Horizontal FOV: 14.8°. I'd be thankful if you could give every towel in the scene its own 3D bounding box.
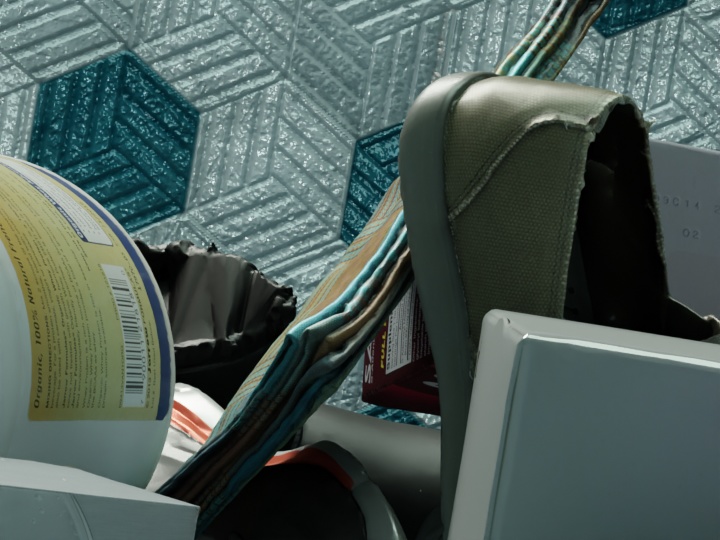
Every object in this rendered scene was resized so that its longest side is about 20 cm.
[{"bbox_3d":[0.000,0.000,0.862,0.022,0.200,0.147,39,-42,-3],"label":"towel"}]

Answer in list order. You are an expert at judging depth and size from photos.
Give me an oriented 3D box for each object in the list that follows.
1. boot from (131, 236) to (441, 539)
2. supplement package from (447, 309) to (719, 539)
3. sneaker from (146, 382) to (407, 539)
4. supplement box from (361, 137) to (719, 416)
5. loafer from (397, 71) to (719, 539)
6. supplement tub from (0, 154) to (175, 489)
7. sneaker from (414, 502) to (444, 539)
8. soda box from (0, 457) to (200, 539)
[{"bbox_3d":[-0.032,0.054,1.051,0.198,0.073,0.162,3,-35,11],"label":"boot"},{"bbox_3d":[0.122,0.085,0.682,0.200,0.120,0.121,10,2,-1],"label":"supplement package"},{"bbox_3d":[-0.049,0.097,0.910,0.082,0.077,0.200,-24,20,-25],"label":"sneaker"},{"bbox_3d":[0.081,0.010,0.931,0.109,0.061,0.200,10,-13,-15],"label":"supplement box"},{"bbox_3d":[0.063,0.039,0.767,0.070,0.200,0.075,-12,4,38],"label":"loafer"},{"bbox_3d":[-0.148,0.029,0.802,0.144,0.144,0.200,9,-1,15],"label":"supplement tub"},{"bbox_3d":[0.060,0.109,0.888,0.085,0.075,0.200,2,-13,32],"label":"sneaker"},{"bbox_3d":[-0.140,0.070,0.634,0.200,0.063,0.068,10,0,-35],"label":"soda box"}]
